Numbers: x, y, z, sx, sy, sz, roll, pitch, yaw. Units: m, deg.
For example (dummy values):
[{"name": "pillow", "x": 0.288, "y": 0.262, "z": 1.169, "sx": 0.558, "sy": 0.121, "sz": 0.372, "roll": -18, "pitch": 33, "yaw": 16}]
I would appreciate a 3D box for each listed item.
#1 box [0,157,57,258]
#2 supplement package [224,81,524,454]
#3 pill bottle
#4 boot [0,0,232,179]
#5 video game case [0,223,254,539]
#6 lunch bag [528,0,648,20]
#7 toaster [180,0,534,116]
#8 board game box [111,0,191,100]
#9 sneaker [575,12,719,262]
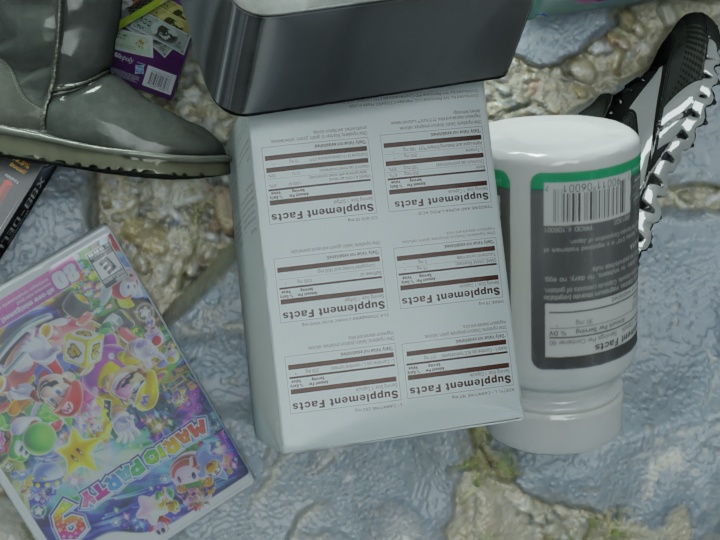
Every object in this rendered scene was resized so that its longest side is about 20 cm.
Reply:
[{"name": "box", "x": -0.308, "y": -0.084, "z": 0.857, "sx": 0.198, "sy": 0.050, "sz": 0.159, "roll": 31, "pitch": 82, "yaw": -6}, {"name": "supplement package", "x": 0.000, "y": 0.000, "z": 0.827, "sx": 0.145, "sy": 0.191, "sz": 0.204, "roll": -6, "pitch": 87, "yaw": -10}, {"name": "pill bottle", "x": 0.125, "y": 0.008, "z": 0.862, "sx": 0.111, "sy": 0.113, "sz": 0.203, "roll": -5, "pitch": 109, "yaw": -9}, {"name": "boot", "x": -0.156, "y": -0.163, "z": 0.820, "sx": 0.179, "sy": 0.073, "sz": 0.204, "roll": 8, "pitch": 90, "yaw": -11}, {"name": "video game case", "x": -0.176, "y": 0.092, "z": 0.857, "sx": 0.142, "sy": 0.018, "sz": 0.202, "roll": -31, "pitch": 106, "yaw": -10}, {"name": "lunch bag", "x": 0.180, "y": -0.294, "z": 0.916, "sx": 0.167, "sy": 0.122, "sz": 0.203, "roll": -7, "pitch": 76, "yaw": -6}, {"name": "toaster", "x": -0.018, "y": -0.191, "z": 0.701, "sx": 0.197, "sy": 0.119, "sz": 0.184, "roll": -10, "pitch": 73, "yaw": -13}, {"name": "board game box", "x": -0.198, "y": -0.203, "z": 0.865, "sx": 0.197, "sy": 0.032, "sz": 0.121, "roll": 20, "pitch": 115, "yaw": -10}, {"name": "sneaker", "x": 0.187, "y": -0.100, "z": 0.928, "sx": 0.089, "sy": 0.066, "sz": 0.202, "roll": 25, "pitch": 85, "yaw": -9}]
